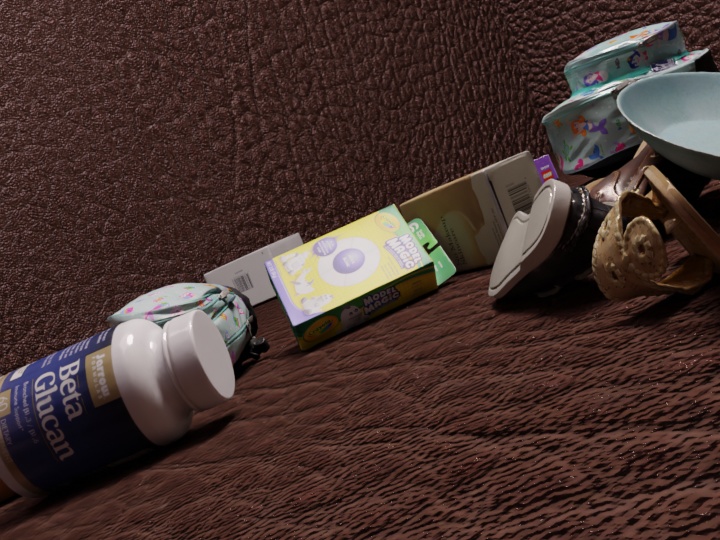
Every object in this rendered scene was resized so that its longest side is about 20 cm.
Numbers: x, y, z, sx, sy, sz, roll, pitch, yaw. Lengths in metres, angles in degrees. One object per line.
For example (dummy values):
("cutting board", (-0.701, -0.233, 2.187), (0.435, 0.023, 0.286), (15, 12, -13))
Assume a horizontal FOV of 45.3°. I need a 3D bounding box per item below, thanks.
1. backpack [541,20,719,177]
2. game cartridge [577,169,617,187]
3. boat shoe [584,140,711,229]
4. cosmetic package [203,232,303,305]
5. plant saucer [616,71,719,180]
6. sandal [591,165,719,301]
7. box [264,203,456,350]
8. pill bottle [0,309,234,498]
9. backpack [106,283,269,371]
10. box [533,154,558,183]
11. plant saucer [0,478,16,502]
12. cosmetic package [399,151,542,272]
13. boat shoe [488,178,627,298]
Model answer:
("backpack", (0.310, -0.195, 1.010), (0.197, 0.153, 0.177), (-27, 4, 17))
("game cartridge", (0.318, -0.104, 1.016), (0.198, 0.042, 0.132), (-27, 1, -36))
("boat shoe", (0.263, -0.076, 0.740), (0.199, 0.071, 0.070), (-35, 14, -35))
("cosmetic package", (-0.249, 0.011, 2.168), (0.196, 0.125, 0.200), (-22, 6, 23))
("plant saucer", (0.303, -0.109, 0.688), (0.196, 0.039, 0.202), (1, 32, 0))
("sandal", (0.170, -0.009, 0.503), (0.070, 0.078, 0.211), (-42, -8, 18))
("box", (0.000, 0.000, 0.985), (0.197, 0.049, 0.118), (-23, 45, -9))
("pill bottle", (-0.213, 0.110, 0.747), (0.197, 0.113, 0.111), (-23, 4, 7))
("backpack", (-0.209, 0.083, 0.983), (0.164, 0.129, 0.200), (-19, 8, 9))
("box", (0.174, -0.079, 1.171), (0.197, 0.040, 0.137), (-23, -17, 10))
("plant saucer", (-0.360, 0.204, 0.912), (0.197, 0.038, 0.200), (-23, 4, 1))
("cosmetic package", (0.133, -0.059, 1.007), (0.070, 0.107, 0.199), (-23, 2, -25))
("boat shoe", (0.145, -0.015, 0.661), (0.059, 0.075, 0.200), (17, -16, 0))
